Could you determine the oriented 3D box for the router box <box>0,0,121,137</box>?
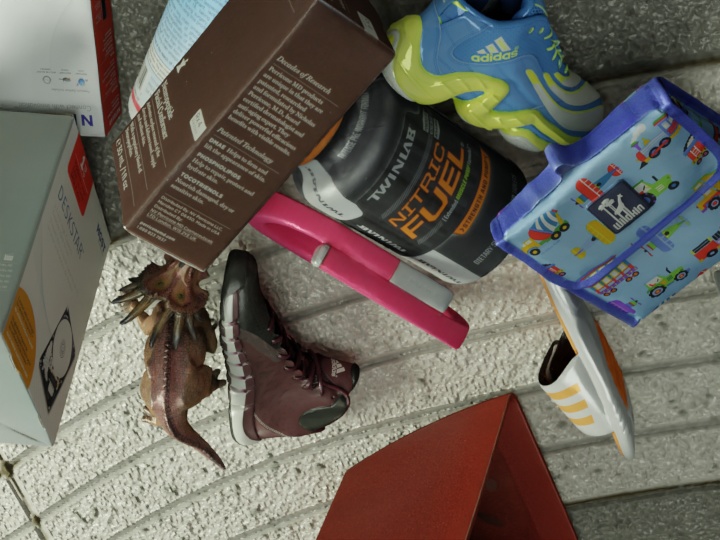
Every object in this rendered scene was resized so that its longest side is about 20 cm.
[{"bbox_3d":[-0.288,-0.197,0.908,0.197,0.049,0.181,3,120,5],"label":"router box"}]

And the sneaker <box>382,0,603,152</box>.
[{"bbox_3d":[0.115,-0.145,0.831,0.198,0.077,0.105,7,146,-34],"label":"sneaker"}]

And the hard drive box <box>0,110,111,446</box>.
[{"bbox_3d":[-0.260,0.005,0.907,0.076,0.202,0.157,3,144,4],"label":"hard drive box"}]

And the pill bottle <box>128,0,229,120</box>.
[{"bbox_3d":[-0.084,-0.178,0.860,0.108,0.109,0.201,25,120,-8],"label":"pill bottle"}]

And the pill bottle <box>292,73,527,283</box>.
[{"bbox_3d":[0.022,-0.075,0.871,0.199,0.107,0.106,28,122,-35],"label":"pill bottle"}]

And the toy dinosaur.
[{"bbox_3d":[-0.153,0.070,0.981,0.085,0.136,0.203,-7,88,-9],"label":"toy dinosaur"}]

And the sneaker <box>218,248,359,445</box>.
[{"bbox_3d":[-0.058,0.065,1.023,0.114,0.076,0.202,0,130,1],"label":"sneaker"}]

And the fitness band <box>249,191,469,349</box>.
[{"bbox_3d":[0.000,0.000,0.932,0.199,0.144,0.038,32,86,-17],"label":"fitness band"}]

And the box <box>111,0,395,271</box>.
[{"bbox_3d":[-0.075,-0.108,0.781,0.075,0.101,0.200,30,114,-35],"label":"box"}]

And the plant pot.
[{"bbox_3d":[0.069,0.254,1.049,0.174,0.201,0.201,-12,118,28],"label":"plant pot"}]

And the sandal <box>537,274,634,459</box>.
[{"bbox_3d":[0.169,0.066,0.991,0.059,0.079,0.208,-22,106,20],"label":"sandal"}]

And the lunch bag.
[{"bbox_3d":[0.187,-0.057,0.851,0.150,0.095,0.199,-40,145,24],"label":"lunch bag"}]

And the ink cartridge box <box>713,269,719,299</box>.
[{"bbox_3d":[0.385,0.082,0.928,0.144,0.146,0.201,-26,114,20],"label":"ink cartridge box"}]
